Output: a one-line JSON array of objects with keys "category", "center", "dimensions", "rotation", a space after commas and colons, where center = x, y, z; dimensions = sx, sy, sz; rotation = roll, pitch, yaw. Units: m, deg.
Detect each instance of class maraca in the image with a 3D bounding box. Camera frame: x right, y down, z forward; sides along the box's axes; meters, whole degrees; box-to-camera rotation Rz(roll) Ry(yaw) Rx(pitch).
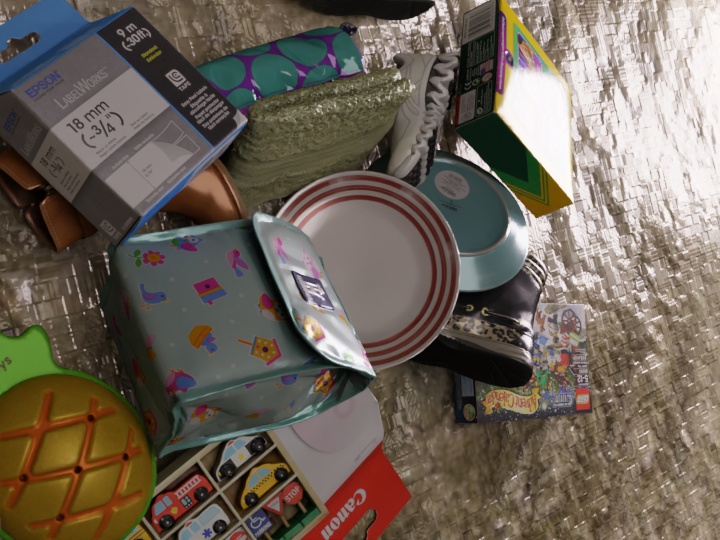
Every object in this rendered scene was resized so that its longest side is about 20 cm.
[{"category": "maraca", "center": [-0.245, 0.135, 0.722], "dimensions": [0.137, 0.107, 0.200], "rotation": [-46, 107, -29]}]

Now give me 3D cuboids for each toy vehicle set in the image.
[{"category": "toy vehicle set", "center": [-0.138, 0.227, 0.806], "dimensions": [0.200, 0.026, 0.124], "rotation": [-38, 105, -19]}]

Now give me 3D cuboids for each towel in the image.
[{"category": "towel", "center": [-0.045, -0.125, 0.899], "dimensions": [0.200, 0.148, 0.037], "rotation": [-20, 67, -39]}]

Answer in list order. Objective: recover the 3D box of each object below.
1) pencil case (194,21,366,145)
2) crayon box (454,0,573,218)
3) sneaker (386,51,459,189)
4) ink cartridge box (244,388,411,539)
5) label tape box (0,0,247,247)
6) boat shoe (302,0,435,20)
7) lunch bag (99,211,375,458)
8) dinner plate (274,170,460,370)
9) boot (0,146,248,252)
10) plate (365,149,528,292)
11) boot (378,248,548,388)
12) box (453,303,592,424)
[{"category": "pencil case", "center": [-0.084, -0.179, 0.907], "dimensions": [0.200, 0.092, 0.085], "rotation": [-28, 131, -36]}, {"category": "crayon box", "center": [0.184, -0.191, 1.089], "dimensions": [0.173, 0.058, 0.200], "rotation": [42, 42, -36]}, {"category": "sneaker", "center": [0.051, -0.165, 1.006], "dimensions": [0.081, 0.075, 0.200], "rotation": [14, 51, 6]}, {"category": "ink cartridge box", "center": [-0.030, 0.200, 0.915], "dimensions": [0.163, 0.057, 0.200], "rotation": [-42, 104, -34]}, {"category": "label tape box", "center": [-0.214, -0.140, 0.749], "dimensions": [0.200, 0.063, 0.144], "rotation": [44, 52, -7]}, {"category": "boat shoe", "center": [0.001, -0.320, 1.011], "dimensions": [0.202, 0.074, 0.065], "rotation": [-6, 80, -42]}, {"category": "lunch bag", "center": [-0.099, 0.046, 0.792], "dimensions": [0.199, 0.122, 0.171], "rotation": [-11, 57, -29]}, {"category": "dinner plate", "center": [0.000, 0.000, 0.924], "dimensions": [0.199, 0.024, 0.201], "rotation": [1, 82, -4]}, {"category": "boot", "center": [-0.202, -0.065, 0.804], "dimensions": [0.200, 0.077, 0.155], "rotation": [52, 54, -16]}, {"category": "plate", "center": [0.095, -0.065, 1.005], "dimensions": [0.199, 0.026, 0.201], "rotation": [10, 52, -13]}, {"category": "boot", "center": [0.101, 0.028, 1.004], "dimensions": [0.203, 0.074, 0.154], "rotation": [21, 51, 4]}, {"category": "box", "center": [0.194, 0.108, 1.107], "dimensions": [0.200, 0.038, 0.137], "rotation": [2, 81, -37]}]
